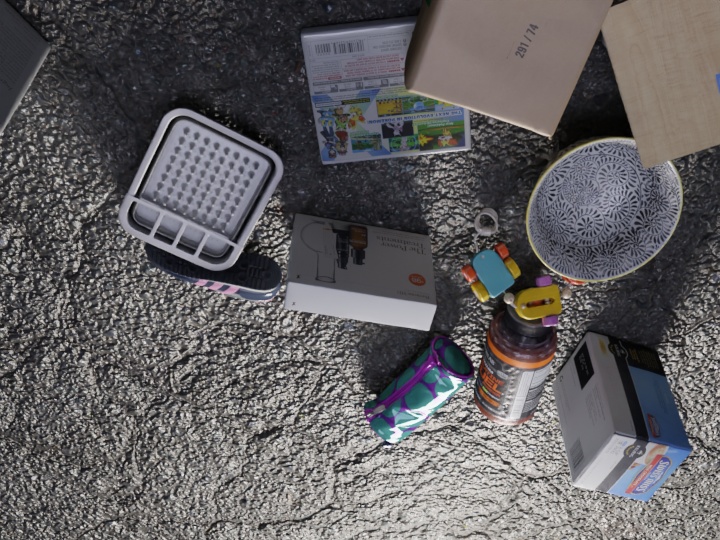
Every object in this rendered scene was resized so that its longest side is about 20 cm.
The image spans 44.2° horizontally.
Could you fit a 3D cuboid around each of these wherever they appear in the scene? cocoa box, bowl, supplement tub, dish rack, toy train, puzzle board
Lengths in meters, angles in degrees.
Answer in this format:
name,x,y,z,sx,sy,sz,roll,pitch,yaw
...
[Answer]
name,x,y,z,sx,sy,sz,roll,pitch,yaw
cocoa box,0.390,0.220,1.345,0.129,0.202,0.135,15,129,-12
bowl,0.303,-0.096,1.143,0.197,0.095,0.204,-1,122,-2
supplement tub,0.235,0.131,1.336,0.105,0.108,0.202,4,130,-3
dish rack,-0.209,-0.110,1.170,0.170,0.044,0.201,25,118,-18
toy train,0.239,-0.007,1.248,0.197,0.056,0.153,17,88,-4
puzzle board,0.366,-0.227,0.997,0.148,0.017,0.202,-17,117,19

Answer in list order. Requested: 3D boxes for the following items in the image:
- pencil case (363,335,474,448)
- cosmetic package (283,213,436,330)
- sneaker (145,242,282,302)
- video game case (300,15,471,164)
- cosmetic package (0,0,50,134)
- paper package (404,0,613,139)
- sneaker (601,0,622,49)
name,x,y,z,sx,sy,sz,roll,pitch,yaw
pencil case,0.089,0.191,1.401,0.091,0.086,0.200,9,135,-42
cosmetic package,0.000,0.000,1.200,0.196,0.152,0.052,9,131,-7
sneaker,-0.211,0.004,1.266,0.197,0.071,0.082,18,154,-2
video game case,0.036,-0.222,1.099,0.196,0.022,0.184,-5,129,4
cosmetic package,-0.485,-0.221,0.992,0.163,0.202,0.165,-29,124,23
paper package,0.161,-0.277,0.978,0.187,0.104,0.202,14,120,-11
sneaker,0.371,-0.301,0.994,0.196,0.074,0.081,-9,128,8
